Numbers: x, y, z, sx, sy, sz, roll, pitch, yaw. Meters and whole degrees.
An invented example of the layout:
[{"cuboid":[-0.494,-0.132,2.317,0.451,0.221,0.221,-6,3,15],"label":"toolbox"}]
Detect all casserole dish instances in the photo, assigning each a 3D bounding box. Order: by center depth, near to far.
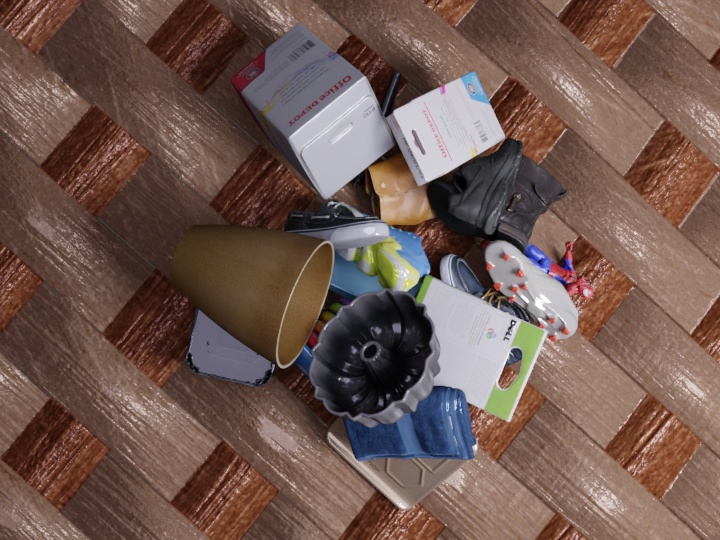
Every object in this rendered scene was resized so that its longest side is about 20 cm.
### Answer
[{"cuboid":[0.000,0.000,1.312,0.197,0.039,0.122,24,53,13],"label":"casserole dish"}]

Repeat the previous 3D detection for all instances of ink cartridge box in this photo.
[{"cuboid":[0.117,-0.207,1.250,0.199,0.067,0.117,-32,97,-38],"label":"ink cartridge box"},{"cuboid":[0.163,0.117,1.251,0.197,0.076,0.150,24,92,17],"label":"ink cartridge box"},{"cuboid":[-0.071,-0.239,1.256,0.145,0.145,0.200,-38,49,-5],"label":"ink cartridge box"}]

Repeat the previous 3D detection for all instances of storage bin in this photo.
[{"cuboid":[-0.184,0.068,1.304,0.132,0.094,0.204,12,87,-2],"label":"storage bin"}]

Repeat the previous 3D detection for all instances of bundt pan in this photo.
[{"cuboid":[0.029,0.132,1.187,0.199,0.076,0.205,-18,49,21],"label":"bundt pan"}]

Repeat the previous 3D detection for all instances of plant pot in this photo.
[{"cuboid":[-0.162,0.012,1.186,0.197,0.186,0.189,22,86,12],"label":"plant pot"}]

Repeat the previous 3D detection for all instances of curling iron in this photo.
[{"cuboid":[0.031,-0.227,1.357,0.025,0.050,0.203,22,83,-13],"label":"curling iron"}]

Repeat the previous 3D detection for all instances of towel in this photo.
[{"cuboid":[0.066,0.223,1.218,0.197,0.049,0.114,-6,111,29],"label":"towel"}]

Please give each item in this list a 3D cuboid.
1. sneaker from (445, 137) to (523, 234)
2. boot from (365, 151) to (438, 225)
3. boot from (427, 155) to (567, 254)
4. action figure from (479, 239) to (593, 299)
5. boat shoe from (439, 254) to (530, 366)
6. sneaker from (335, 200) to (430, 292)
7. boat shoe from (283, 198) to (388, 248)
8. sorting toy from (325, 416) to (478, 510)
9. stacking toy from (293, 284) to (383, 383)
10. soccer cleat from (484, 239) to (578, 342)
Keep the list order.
[{"cuboid":[0.188,-0.142,1.254,0.089,0.077,0.201,19,44,13],"label":"sneaker"},{"cuboid":[0.074,-0.175,1.327,0.141,0.071,0.206,-7,95,-23],"label":"boot"},{"cuboid":[0.219,-0.125,1.334,0.198,0.069,0.175,33,58,2],"label":"boot"},{"cuboid":[0.298,-0.021,1.331,0.198,0.099,0.066,33,59,-3],"label":"action figure"},{"cuboid":[0.204,0.056,1.319,0.090,0.071,0.203,-24,96,38],"label":"boat shoe"},{"cuboid":[0.030,-0.040,1.291,0.200,0.104,0.076,47,129,29],"label":"sneaker"},{"cuboid":[-0.044,-0.071,1.234,0.197,0.072,0.072,-3,82,37],"label":"boat shoe"},{"cuboid":[0.061,0.259,1.291,0.185,0.036,0.201,41,126,2],"label":"sorting toy"},{"cuboid":[-0.021,0.085,1.317,0.110,0.116,0.200,45,74,-3],"label":"stacking toy"},{"cuboid":[0.264,0.023,1.290,0.200,0.069,0.078,47,45,-14],"label":"soccer cleat"}]
